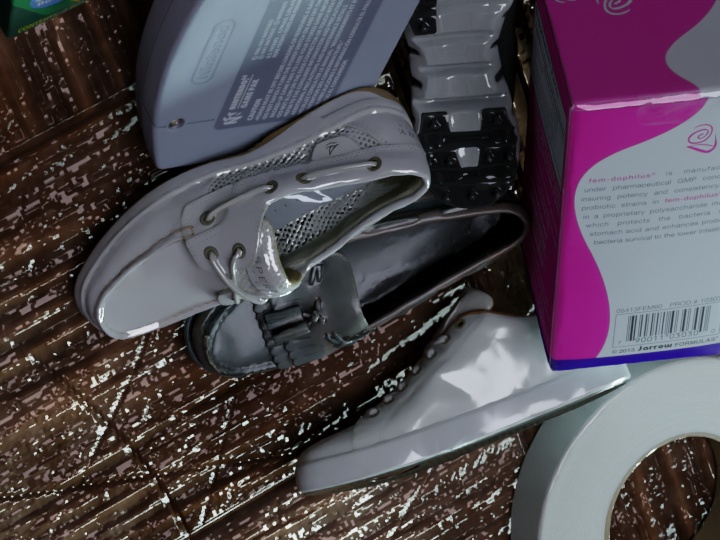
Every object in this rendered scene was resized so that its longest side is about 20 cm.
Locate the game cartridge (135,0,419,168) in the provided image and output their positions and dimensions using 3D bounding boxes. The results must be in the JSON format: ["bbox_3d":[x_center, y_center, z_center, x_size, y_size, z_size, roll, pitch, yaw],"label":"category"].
[{"bbox_3d":[-0.039,-0.125,1.151,0.133,0.041,0.200,-13,153,-30],"label":"game cartridge"}]

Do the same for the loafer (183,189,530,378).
[{"bbox_3d":[0.000,0.000,1.263,0.199,0.063,0.072,-29,118,-16],"label":"loafer"}]

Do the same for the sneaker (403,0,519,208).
[{"bbox_3d":[0.051,-0.140,1.228,0.066,0.091,0.201,-3,119,1],"label":"sneaker"}]

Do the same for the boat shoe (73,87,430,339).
[{"bbox_3d":[-0.055,-0.017,1.201,0.199,0.070,0.071,-32,138,5],"label":"boat shoe"}]

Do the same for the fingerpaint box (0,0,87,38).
[{"bbox_3d":[-0.087,-0.202,1.082,0.199,0.167,0.074,-28,83,-17],"label":"fingerpaint box"}]

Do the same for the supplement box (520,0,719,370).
[{"bbox_3d":[0.144,-0.053,1.231,0.100,0.104,0.201,-5,139,-5],"label":"supplement box"}]

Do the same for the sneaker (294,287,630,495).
[{"bbox_3d":[0.046,0.063,1.320,0.199,0.073,0.085,-22,82,-12],"label":"sneaker"}]

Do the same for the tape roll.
[{"bbox_3d":[0.184,0.143,1.424,0.201,0.037,0.204,-9,111,-25],"label":"tape roll"}]
